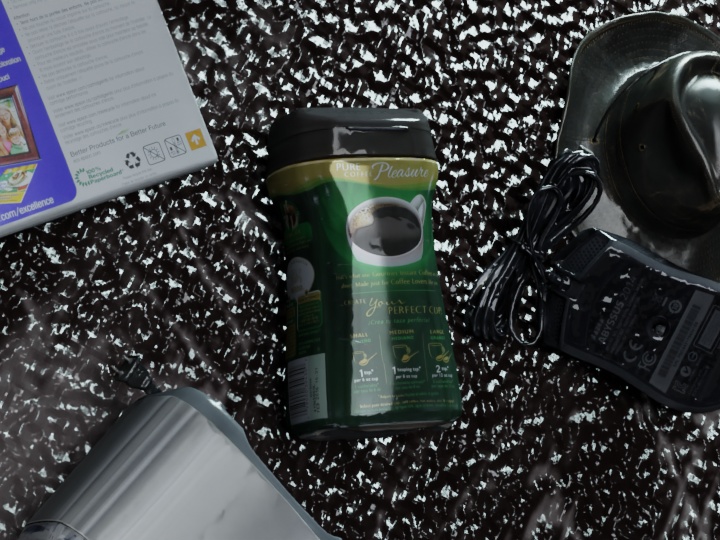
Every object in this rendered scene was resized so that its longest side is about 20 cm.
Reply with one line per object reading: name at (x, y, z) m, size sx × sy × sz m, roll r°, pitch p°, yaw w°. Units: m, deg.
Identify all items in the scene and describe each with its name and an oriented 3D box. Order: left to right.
ink cartridge box at (-0.203, -0.125, 1.422) m, size 0.198 × 0.043 × 0.200 m, roll -21°, pitch 91°, yaw -31°
toaster at (-0.103, 0.159, 1.383) m, size 0.200 × 0.114 × 0.129 m, roll 50°, pitch 64°, yaw -13°
coffee jar at (0.000, 0.000, 1.485) m, size 0.104 × 0.085 × 0.201 m, roll -1°, pitch 81°, yaw -26°
computer mouse at (0.172, 0.019, 1.589) m, size 0.200 × 0.053 × 0.139 m, roll 30°, pitch 93°, yaw -16°
hat at (0.224, -0.083, 1.627) m, size 0.200 × 0.081 × 0.201 m, roll 6°, pitch 78°, yaw -29°
